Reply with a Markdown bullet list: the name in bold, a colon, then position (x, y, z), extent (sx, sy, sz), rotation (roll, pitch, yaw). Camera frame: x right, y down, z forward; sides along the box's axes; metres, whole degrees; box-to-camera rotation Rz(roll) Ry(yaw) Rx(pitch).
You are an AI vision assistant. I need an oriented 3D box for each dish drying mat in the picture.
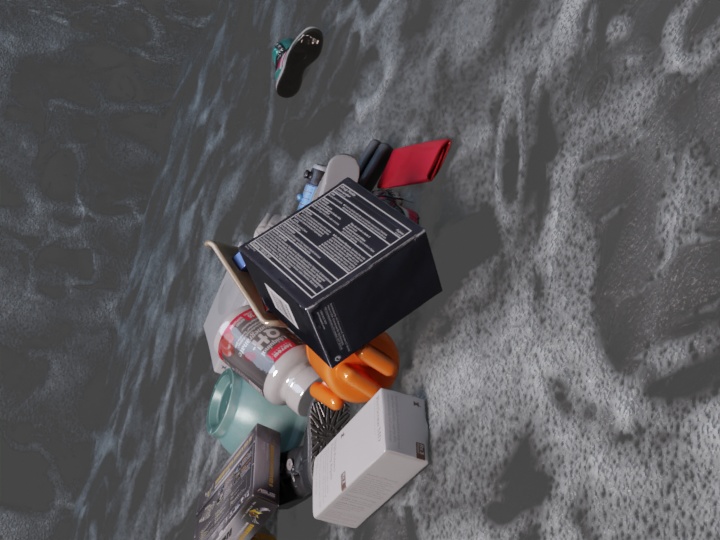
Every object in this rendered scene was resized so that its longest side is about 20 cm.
- **dish drying mat**: position (0.083, -0.167, 1.598), extent (0.077, 0.018, 0.200), rotation (-66, 19, -8)

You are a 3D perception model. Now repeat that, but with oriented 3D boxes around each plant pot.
- **plant pot**: position (-0.187, 0.245, 1.751), extent (0.200, 0.134, 0.201), rotation (-50, 30, 43)

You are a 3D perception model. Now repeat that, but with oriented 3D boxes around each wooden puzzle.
- **wooden puzzle**: position (-0.153, 0.020, 1.704), extent (0.046, 0.185, 0.200), rotation (-46, 67, 14)

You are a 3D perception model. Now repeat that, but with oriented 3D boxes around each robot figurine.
- **robot figurine**: position (-0.015, 0.122, 1.461), extent (0.200, 0.116, 0.145), rotation (-143, 48, -69)

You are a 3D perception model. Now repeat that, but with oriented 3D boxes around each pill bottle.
- **pill bottle**: position (-0.140, 0.151, 1.652), extent (0.200, 0.110, 0.111), rotation (35, 108, 31)

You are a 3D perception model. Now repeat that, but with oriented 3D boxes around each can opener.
- **can opener**: position (-0.004, -0.128, 1.721), extent (0.053, 0.066, 0.201), rotation (27, 90, 44)

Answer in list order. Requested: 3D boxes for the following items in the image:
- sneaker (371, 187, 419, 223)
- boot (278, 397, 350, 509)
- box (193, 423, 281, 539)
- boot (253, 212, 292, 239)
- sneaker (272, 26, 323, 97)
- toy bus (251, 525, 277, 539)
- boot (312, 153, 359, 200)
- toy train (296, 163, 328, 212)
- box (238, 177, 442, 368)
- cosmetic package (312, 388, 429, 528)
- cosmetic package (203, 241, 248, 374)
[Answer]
- **sneaker**: position (0.028, -0.094, 1.595), extent (0.081, 0.074, 0.200), rotation (-68, 21, 6)
- **boot**: position (-0.089, 0.284, 1.590), extent (0.200, 0.065, 0.166), rotation (136, 148, -57)
- **box**: position (-0.197, 0.366, 1.591), extent (0.200, 0.048, 0.159), rotation (-52, 22, 25)
- **boot**: position (-0.138, -0.016, 1.651), extent (0.074, 0.095, 0.201), rotation (88, -168, -45)
- **sneaker**: position (-0.150, -0.521, 2.379), extent (0.200, 0.083, 0.121), rotation (-54, 37, 39)
- **toy bus**: position (-0.195, 0.451, 1.671), extent (0.200, 0.078, 0.065), rotation (7, 77, 68)
- **boot**: position (-0.051, -0.086, 1.638), extent (0.096, 0.073, 0.201), rotation (123, 168, -77)
- **toy train**: position (-0.066, -0.096, 1.768), extent (0.087, 0.114, 0.201), rotation (24, 95, 68)
- **box**: position (-0.027, -0.001, 1.396), extent (0.198, 0.124, 0.200), rotation (-34, 41, -15)
- **cosmetic package**: position (0.011, 0.255, 1.350), extent (0.200, 0.074, 0.102), rotation (-53, 28, 40)
- **cosmetic package**: position (-0.203, 0.083, 1.939), extent (0.200, 0.122, 0.200), rotation (-64, 21, 15)
